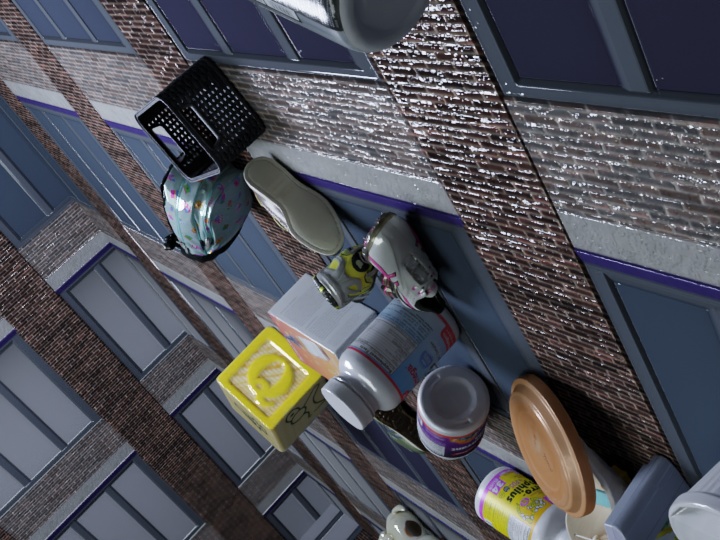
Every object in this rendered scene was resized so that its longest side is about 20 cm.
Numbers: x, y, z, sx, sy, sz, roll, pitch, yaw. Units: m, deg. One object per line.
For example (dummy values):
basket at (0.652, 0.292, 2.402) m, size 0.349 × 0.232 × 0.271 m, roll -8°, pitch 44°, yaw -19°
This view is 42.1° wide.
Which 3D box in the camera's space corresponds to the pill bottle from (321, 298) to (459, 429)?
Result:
pill bottle at (0.041, 0.126, 1.337) m, size 0.109 × 0.200 × 0.109 m, roll 40°, pitch 163°, yaw 15°

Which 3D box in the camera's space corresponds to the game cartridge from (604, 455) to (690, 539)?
game cartridge at (0.386, 0.345, 1.164) m, size 0.200 × 0.133 × 0.040 m, roll 51°, pitch 160°, yaw -20°

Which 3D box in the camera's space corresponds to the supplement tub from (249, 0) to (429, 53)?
supplement tub at (-0.044, -0.267, 0.768) m, size 0.200 × 0.123 × 0.123 m, roll 34°, pitch 160°, yaw 32°

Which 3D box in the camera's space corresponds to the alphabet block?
alphabet block at (-0.207, 0.292, 2.291) m, size 0.196 × 0.195 × 0.200 m, roll 36°, pitch 160°, yaw 19°

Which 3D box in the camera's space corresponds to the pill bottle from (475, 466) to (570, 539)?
pill bottle at (0.296, 0.421, 1.588) m, size 0.200 × 0.104 × 0.104 m, roll 25°, pitch 154°, yaw 46°

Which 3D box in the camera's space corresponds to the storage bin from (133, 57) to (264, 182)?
storage bin at (-0.240, -0.217, 1.376) m, size 0.135 × 0.094 × 0.200 m, roll 50°, pitch 161°, yaw -16°

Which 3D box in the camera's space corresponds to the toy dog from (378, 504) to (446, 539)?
toy dog at (0.167, 0.783, 2.697) m, size 0.200 × 0.139 × 0.195 m, roll 28°, pitch 120°, yaw 46°

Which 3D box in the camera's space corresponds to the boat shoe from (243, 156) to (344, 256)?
boat shoe at (-0.093, -0.088, 1.378) m, size 0.200 × 0.072 × 0.060 m, roll 42°, pitch 169°, yaw 21°

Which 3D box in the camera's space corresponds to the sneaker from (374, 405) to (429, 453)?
sneaker at (0.064, 0.303, 1.902) m, size 0.200 × 0.067 × 0.090 m, roll 41°, pitch 157°, yaw 3°

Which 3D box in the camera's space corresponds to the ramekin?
ramekin at (0.432, 0.278, 0.973) m, size 0.202 × 0.094 × 0.203 m, roll 40°, pitch 163°, yaw 15°

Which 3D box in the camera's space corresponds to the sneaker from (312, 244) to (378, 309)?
sneaker at (0.000, 0.000, 1.296) m, size 0.076 × 0.076 × 0.200 m, roll 51°, pitch -164°, yaw -3°

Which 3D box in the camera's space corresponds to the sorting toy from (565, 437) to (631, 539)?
sorting toy at (0.328, 0.303, 1.278) m, size 0.180 × 0.107 × 0.200 m, roll 54°, pitch 169°, yaw 4°

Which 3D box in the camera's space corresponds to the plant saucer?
plant saucer at (0.252, 0.239, 1.264) m, size 0.200 × 0.032 × 0.201 m, roll 158°, pitch 90°, yaw -80°

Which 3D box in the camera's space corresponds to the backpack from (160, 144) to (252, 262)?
backpack at (-0.256, -0.119, 1.568) m, size 0.126 × 0.168 × 0.200 m, roll 20°, pitch 154°, yaw 11°

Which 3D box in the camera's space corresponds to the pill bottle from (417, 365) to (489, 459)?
pill bottle at (0.146, 0.236, 1.497) m, size 0.111 × 0.111 × 0.200 m, roll 38°, pitch 162°, yaw 20°

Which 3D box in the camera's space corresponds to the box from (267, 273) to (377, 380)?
box at (-0.044, 0.120, 1.672) m, size 0.200 × 0.106 × 0.153 m, roll 27°, pitch 155°, yaw 44°

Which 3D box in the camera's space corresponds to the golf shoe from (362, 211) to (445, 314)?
golf shoe at (0.064, -0.008, 1.206) m, size 0.092 × 0.073 × 0.200 m, roll 31°, pitch 167°, yaw 27°
